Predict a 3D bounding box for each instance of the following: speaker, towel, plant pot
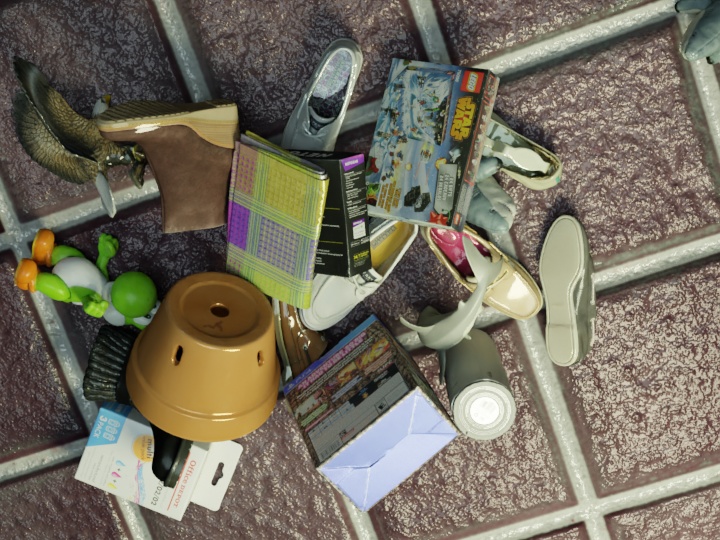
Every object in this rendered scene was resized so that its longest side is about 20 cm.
[{"bbox_3d":[0.147,0.141,1.640,0.081,0.200,0.081,0,105,-1],"label":"speaker"},{"bbox_3d":[-0.105,-0.061,1.599,0.143,0.023,0.201,25,123,28],"label":"towel"},{"bbox_3d":[-0.189,0.097,1.636,0.199,0.200,0.140,19,130,0],"label":"plant pot"}]

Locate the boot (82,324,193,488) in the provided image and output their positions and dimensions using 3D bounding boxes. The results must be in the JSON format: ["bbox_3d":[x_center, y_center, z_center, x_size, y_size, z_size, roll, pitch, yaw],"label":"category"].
[{"bbox_3d":[-0.292,0.179,1.697,0.157,0.212,0.080,11,144,-9],"label":"boot"}]

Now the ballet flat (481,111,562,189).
[{"bbox_3d":[0.168,-0.163,1.629,0.200,0.069,0.070,26,105,-2],"label":"ballet flat"}]

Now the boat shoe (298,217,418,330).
[{"bbox_3d":[0.000,0.000,1.655,0.200,0.070,0.071,-45,108,-4],"label":"boat shoe"}]

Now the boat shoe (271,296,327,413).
[{"bbox_3d":[-0.077,0.092,1.718,0.068,0.072,0.201,-8,113,3],"label":"boat shoe"}]

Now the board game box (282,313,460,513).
[{"bbox_3d":[0.009,0.177,1.623,0.159,0.200,0.097,-39,119,4],"label":"board game box"}]

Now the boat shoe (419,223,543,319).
[{"bbox_3d":[0.155,-0.002,1.670,0.200,0.069,0.074,39,104,-5],"label":"boat shoe"}]

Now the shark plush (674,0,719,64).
[{"bbox_3d":[0.478,-0.311,1.557,0.199,0.083,0.091,-21,102,9],"label":"shark plush"}]

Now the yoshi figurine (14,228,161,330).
[{"bbox_3d":[-0.347,0.014,1.697,0.200,0.112,0.113,24,98,-5],"label":"yoshi figurine"}]

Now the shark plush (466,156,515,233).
[{"bbox_3d":[0.101,-0.101,1.621,0.199,0.091,0.083,17,64,12],"label":"shark plush"}]

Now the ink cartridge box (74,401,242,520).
[{"bbox_3d":[-0.276,0.263,1.773,0.199,0.068,0.115,22,105,-2],"label":"ink cartridge box"}]

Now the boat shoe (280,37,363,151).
[{"bbox_3d":[-0.050,-0.197,1.636,0.072,0.069,0.200,28,105,-4],"label":"boat shoe"}]

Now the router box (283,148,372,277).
[{"bbox_3d":[-0.081,-0.076,1.629,0.200,0.051,0.150,7,109,37],"label":"router box"}]

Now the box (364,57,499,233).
[{"bbox_3d":[0.083,-0.156,1.593,0.137,0.040,0.201,12,86,29],"label":"box"}]

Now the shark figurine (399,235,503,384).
[{"bbox_3d":[0.098,0.055,1.601,0.089,0.128,0.215,18,149,-14],"label":"shark figurine"}]

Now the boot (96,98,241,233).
[{"bbox_3d":[-0.233,-0.122,1.575,0.200,0.072,0.167,-9,117,-38],"label":"boot"}]

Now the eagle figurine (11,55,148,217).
[{"bbox_3d":[-0.361,-0.175,1.642,0.199,0.151,0.152,18,116,-11],"label":"eagle figurine"}]

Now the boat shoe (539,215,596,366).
[{"bbox_3d":[0.275,0.024,1.682,0.067,0.057,0.201,9,104,39],"label":"boat shoe"}]
